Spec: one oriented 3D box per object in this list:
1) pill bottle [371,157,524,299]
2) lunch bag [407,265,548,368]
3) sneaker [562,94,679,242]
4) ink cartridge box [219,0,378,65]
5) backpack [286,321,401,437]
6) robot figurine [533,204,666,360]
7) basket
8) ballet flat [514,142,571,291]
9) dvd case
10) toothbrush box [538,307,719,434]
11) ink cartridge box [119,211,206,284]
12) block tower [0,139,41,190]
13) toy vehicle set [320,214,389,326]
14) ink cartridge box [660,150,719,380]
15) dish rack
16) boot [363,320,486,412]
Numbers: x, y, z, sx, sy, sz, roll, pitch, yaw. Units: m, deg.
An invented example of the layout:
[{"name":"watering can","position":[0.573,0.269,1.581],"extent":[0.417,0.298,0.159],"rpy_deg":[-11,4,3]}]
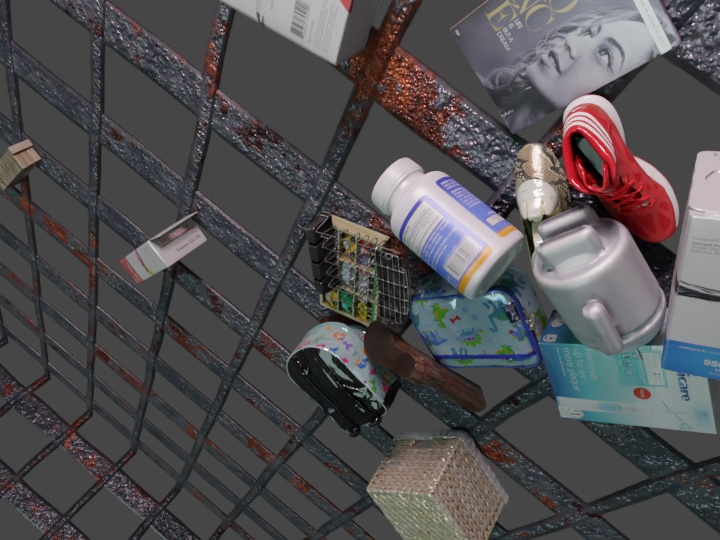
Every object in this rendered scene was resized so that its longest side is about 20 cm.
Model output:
[{"name":"pill bottle","position":[0.113,-0.064,0.747],"extent":[0.200,0.112,0.112],"rpy_deg":[43,140,21]},{"name":"lunch bag","position":[0.183,0.079,0.848],"extent":[0.199,0.083,0.161],"rpy_deg":[-7,122,41]},{"name":"sneaker","position":[0.281,-0.088,0.608],"extent":[0.200,0.116,0.078],"rpy_deg":[47,137,-10]},{"name":"ink cartridge box","position":[-0.076,-0.373,0.669],"extent":[0.200,0.083,0.147],"rpy_deg":[33,136,10]},{"name":"backpack","position":[-0.035,0.193,1.048],"extent":[0.200,0.151,0.177],"rpy_deg":[40,136,-9]},{"name":"robot figurine","position":[0.283,0.019,0.645],"extent":[0.113,0.170,0.200],"rpy_deg":[-22,119,38]},{"name":"basket","position":[0.154,0.450,1.111],"extent":[0.198,0.161,0.200],"rpy_deg":[-19,109,45]},{"name":"ballet flat","position":[0.235,-0.059,0.699],"extent":[0.068,0.075,0.201],"rpy_deg":[1,123,34]},{"name":"dvd case","position":[0.214,-0.258,0.597],"extent":[0.200,0.016,0.149],"rpy_deg":[-23,107,45]},{"name":"toothbrush box","position":[0.369,0.133,0.750],"extent":[0.199,0.085,0.147],"rpy_deg":[-4,120,37]},{"name":"ink cartridge box","position":[-0.411,-0.048,1.157],"extent":[0.200,0.117,0.068],"rpy_deg":[-20,110,45]},{"name":"block tower","position":[-0.868,-0.261,1.370],"extent":[0.200,0.054,0.058],"rpy_deg":[-17,113,44]},{"name":"toy vehicle set","position":[-0.015,0.005,0.972],"extent":[0.124,0.027,0.201],"rpy_deg":[22,134,21]},{"name":"ink cartridge box","position":[0.384,-0.005,0.580],"extent":[0.084,0.145,0.201],"rpy_deg":[9,129,29]},{"name":"dish rack","position":[0.000,0.000,0.888],"extent":[0.199,0.055,0.154],"rpy_deg":[19,134,29]},{"name":"boot","position":[0.116,0.173,0.968],"extent":[0.200,0.064,0.186],"rpy_deg":[27,-172,-32]}]
